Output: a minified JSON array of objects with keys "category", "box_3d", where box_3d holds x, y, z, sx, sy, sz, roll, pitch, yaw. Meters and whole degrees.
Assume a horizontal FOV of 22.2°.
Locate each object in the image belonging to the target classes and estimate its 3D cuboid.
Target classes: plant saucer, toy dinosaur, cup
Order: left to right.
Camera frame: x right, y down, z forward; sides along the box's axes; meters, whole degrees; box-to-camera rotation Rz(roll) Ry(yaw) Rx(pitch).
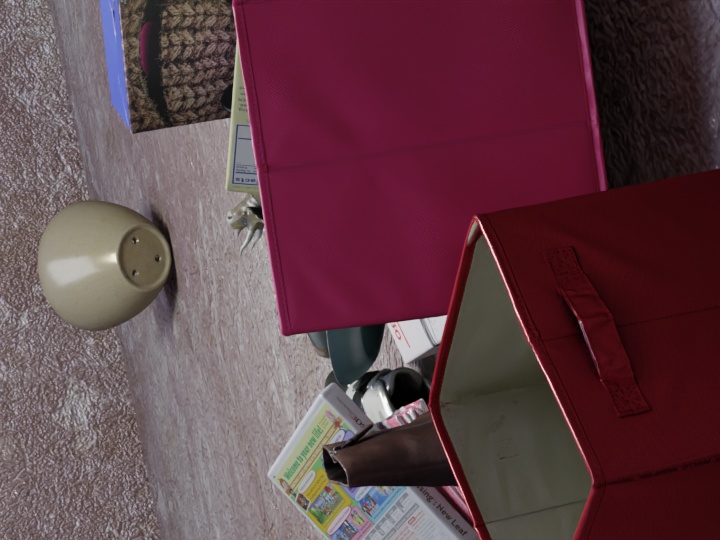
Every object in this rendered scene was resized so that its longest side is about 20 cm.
[{"category":"cup","box_3d":[-0.368,-0.014,2.789,0.143,0.199,0.202,-8,92,47]},{"category":"toy dinosaur","box_3d":[-0.079,-0.086,1.781,0.103,0.076,0.200,68,159,-1]},{"category":"plant saucer","box_3d":[0.000,0.000,1.602,0.200,0.027,0.202,1,-90,-79]}]

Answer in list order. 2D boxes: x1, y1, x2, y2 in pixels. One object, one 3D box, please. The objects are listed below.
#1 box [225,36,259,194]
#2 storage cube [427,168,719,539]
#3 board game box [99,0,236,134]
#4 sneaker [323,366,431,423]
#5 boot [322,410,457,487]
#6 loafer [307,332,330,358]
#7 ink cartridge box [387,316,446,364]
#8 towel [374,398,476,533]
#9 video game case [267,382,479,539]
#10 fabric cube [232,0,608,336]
[{"category":"box","box_3d":[-0.062,-0.197,1.620,0.201,0.096,0.177,100,173,-49]},{"category":"storage cube","box_3d":[0.154,0.072,0.964,0.201,0.178,0.172,98,156,-51]},{"category":"board game box","box_3d":[-0.145,-0.236,1.782,0.097,0.198,0.161,-131,33,-59]},{"category":"sneaker","box_3d":[0.030,0.115,1.633,0.200,0.074,0.089,36,134,52]},{"category":"boot","box_3d":[0.070,0.141,1.324,0.200,0.165,0.073,-173,73,-74]},{"category":"loafer","box_3d":[-0.030,0.020,1.692,0.200,0.071,0.063,-69,-32,-70]},{"category":"ink cartridge box","box_3d":[0.058,-0.004,1.386,0.117,0.067,0.200,66,156,9]},{"category":"towel","box_3d":[0.044,0.190,1.547,0.147,0.030,0.200,53,150,-2]},{"category":"video game case","box_3d":[0.009,0.200,1.555,0.182,0.022,0.200,46,151,8]},{"category":"fabric cube","box_3d":[0.044,-0.082,1.118,0.196,0.197,0.202,-49,-49,-81]}]
